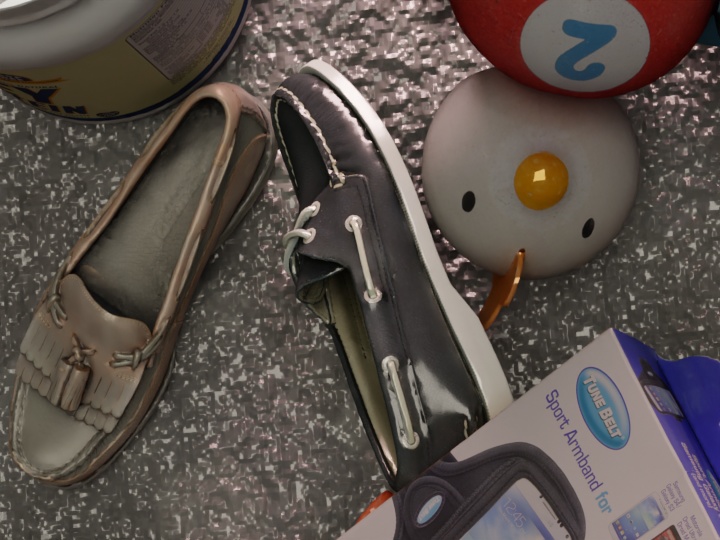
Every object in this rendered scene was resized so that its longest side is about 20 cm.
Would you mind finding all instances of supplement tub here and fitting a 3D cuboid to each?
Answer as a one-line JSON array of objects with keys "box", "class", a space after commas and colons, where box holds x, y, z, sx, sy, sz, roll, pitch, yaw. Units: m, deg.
[{"box": [-0.129, -0.147, 0.896, 0.143, 0.200, 0.147, -1, 84, 8], "class": "supplement tub"}]

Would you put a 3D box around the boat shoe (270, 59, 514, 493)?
[{"box": [0.000, 0.000, 0.912, 0.060, 0.076, 0.201, -21, 65, -17], "class": "boat shoe"}]

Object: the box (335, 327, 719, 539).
[{"box": [0.073, 0.116, 0.831, 0.200, 0.041, 0.120, -41, 53, 23], "class": "box"}]

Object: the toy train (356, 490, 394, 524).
[{"box": [0.094, 0.134, 0.913, 0.198, 0.056, 0.152, -7, 83, 6], "class": "toy train"}]

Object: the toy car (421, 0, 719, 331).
[{"box": [0.078, -0.065, 0.888, 0.182, 0.177, 0.202, 10, 98, -3], "class": "toy car"}]

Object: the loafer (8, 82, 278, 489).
[{"box": [-0.105, 0.003, 0.948, 0.071, 0.063, 0.201, 29, 89, 10], "class": "loafer"}]
